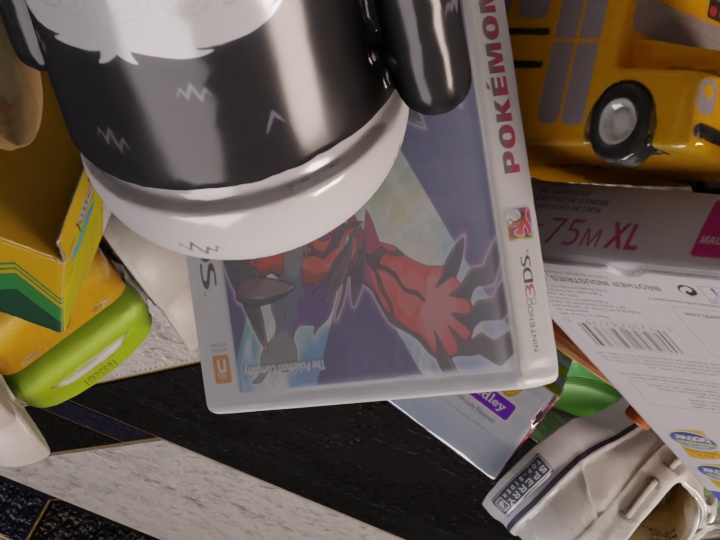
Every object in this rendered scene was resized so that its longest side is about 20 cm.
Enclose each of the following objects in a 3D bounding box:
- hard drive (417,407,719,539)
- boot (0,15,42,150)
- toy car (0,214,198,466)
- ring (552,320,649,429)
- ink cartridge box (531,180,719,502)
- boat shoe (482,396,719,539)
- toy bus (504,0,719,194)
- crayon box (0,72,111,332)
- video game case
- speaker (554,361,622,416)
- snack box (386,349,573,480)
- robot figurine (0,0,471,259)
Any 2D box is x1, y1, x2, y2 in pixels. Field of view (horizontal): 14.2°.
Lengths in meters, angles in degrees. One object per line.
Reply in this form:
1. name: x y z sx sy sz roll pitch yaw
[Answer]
1. hard drive: 0.118 0.090 1.451 0.200 0.038 0.139 36 -157 35
2. boot: -0.234 -0.103 1.157 0.144 0.071 0.201 -13 143 29
3. toy car: -0.188 0.006 1.650 0.150 0.175 0.200 52 176 17
4. ring: 0.101 0.022 1.283 0.200 0.019 0.200 33 -167 -9
5. ink cartridge box: 0.149 0.040 1.063 0.119 0.042 0.200 7 148 43
6. boat shoe: 0.127 0.103 1.283 0.086 0.075 0.202 48 -163 11
7. toy bus: 0.072 -0.070 1.062 0.065 0.079 0.200 19 170 -40
8. crayon box: -0.139 -0.054 1.342 0.051 0.127 0.200 20 166 -2
9. video game case: -0.009 -0.041 1.078 0.023 0.183 0.200 -9 180 -37
10. speaker: 0.158 0.049 1.420 0.199 0.089 0.088 21 167 -6
11. snack box: 0.000 0.000 1.270 0.200 0.053 0.142 37 -167 1
12. robot figurine: -0.051 -0.099 0.970 0.150 0.124 0.200 50 161 48
